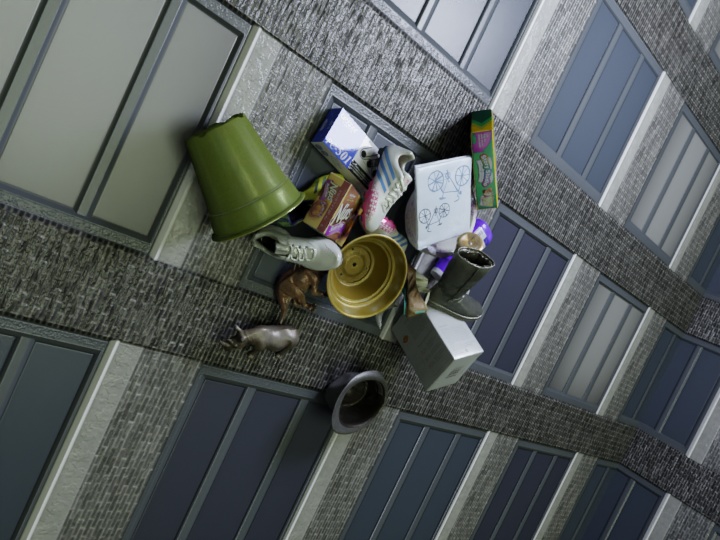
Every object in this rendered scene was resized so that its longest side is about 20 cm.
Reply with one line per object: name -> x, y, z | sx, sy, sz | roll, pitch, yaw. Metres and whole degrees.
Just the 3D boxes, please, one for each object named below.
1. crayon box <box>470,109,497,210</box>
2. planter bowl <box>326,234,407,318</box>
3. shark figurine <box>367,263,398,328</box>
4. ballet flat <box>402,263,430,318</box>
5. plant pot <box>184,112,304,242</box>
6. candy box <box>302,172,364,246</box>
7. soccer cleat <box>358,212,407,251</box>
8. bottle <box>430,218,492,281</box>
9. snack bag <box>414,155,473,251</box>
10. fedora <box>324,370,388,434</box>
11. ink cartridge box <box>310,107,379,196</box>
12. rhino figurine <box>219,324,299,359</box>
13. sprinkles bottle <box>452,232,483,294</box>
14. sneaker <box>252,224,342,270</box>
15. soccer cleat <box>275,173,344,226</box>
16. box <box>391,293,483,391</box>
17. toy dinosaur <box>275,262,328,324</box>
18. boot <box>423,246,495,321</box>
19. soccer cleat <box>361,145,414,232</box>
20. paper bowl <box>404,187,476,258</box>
crayon box -> 0.312, -0.281, 1.484 | 0.173, 0.058, 0.202 | -69, 152, -57
planter bowl -> 0.000, 0.000, 1.331 | 0.199, 0.083, 0.202 | -11, 117, -23
shark figurine -> 0.028, 0.043, 1.448 | 0.090, 0.127, 0.215 | -51, 160, -36
ballet flat -> 0.135, 0.045, 1.459 | 0.072, 0.201, 0.068 | 2, 122, -2
plant pot -> -0.235, -0.185, 1.114 | 0.199, 0.200, 0.191 | -33, 112, -22
candy box -> -0.052, -0.126, 1.268 | 0.117, 0.056, 0.200 | -60, 171, -1
soccer cleat -> 0.056, -0.072, 1.407 | 0.200, 0.069, 0.087 | 29, 72, -55
bottle -> 0.273, -0.051, 1.607 | 0.200, 0.065, 0.084 | -45, 128, -13
snack bag -> 0.197, -0.162, 1.395 | 0.187, 0.021, 0.202 | -18, 115, -34
fedora -> -0.022, 0.325, 1.521 | 0.199, 0.090, 0.179 | -5, 113, -42
ink cartridge box -> -0.015, -0.258, 1.312 | 0.200, 0.044, 0.095 | 42, 70, -39
rhino figurine -> -0.221, 0.153, 1.301 | 0.199, 0.060, 0.087 | 5, 141, -40
sprinkles bottle -> 0.259, -0.008, 1.487 | 0.068, 0.068, 0.201 | -30, 150, -23
sneaker -> -0.135, -0.039, 1.223 | 0.087, 0.198, 0.075 | -38, 140, -73
soccer cleat -> -0.100, -0.149, 1.272 | 0.199, 0.083, 0.065 | -33, 123, -29
box -> 0.195, 0.179, 1.524 | 0.106, 0.201, 0.153 | -7, 144, -34
toy dinosaur -> -0.141, 0.017, 1.319 | 0.200, 0.086, 0.135 | -46, 121, 4
boot -> 0.267, 0.034, 1.441 | 0.180, 0.073, 0.201 | 14, 134, -20
soccer cleat -> 0.062, -0.178, 1.287 | 0.070, 0.086, 0.202 | 33, 70, -68
paper bowl -> 0.191, -0.140, 1.480 | 0.199, 0.104, 0.203 | -14, 114, -35
